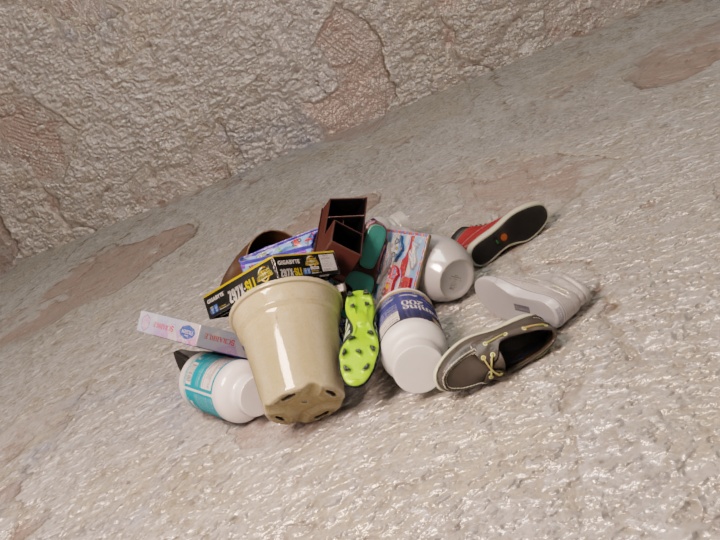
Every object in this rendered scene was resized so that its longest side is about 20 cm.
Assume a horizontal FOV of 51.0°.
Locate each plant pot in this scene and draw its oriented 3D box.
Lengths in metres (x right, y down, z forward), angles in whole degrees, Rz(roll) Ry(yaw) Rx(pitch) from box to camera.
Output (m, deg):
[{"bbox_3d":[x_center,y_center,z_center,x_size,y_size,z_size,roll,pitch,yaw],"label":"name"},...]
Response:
[{"bbox_3d":[-0.108,0.143,1.244,0.198,0.201,0.185,-21,55,9],"label":"plant pot"},{"bbox_3d":[-0.238,0.028,1.748,0.199,0.188,0.187,-24,14,46],"label":"plant pot"}]

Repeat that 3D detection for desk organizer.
[{"bbox_3d":[-0.038,-0.075,1.454,0.077,0.071,0.201,-53,19,34],"label":"desk organizer"}]

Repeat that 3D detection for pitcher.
[{"bbox_3d":[0.152,-0.013,1.480,0.170,0.123,0.200,9,14,-32],"label":"pitcher"}]

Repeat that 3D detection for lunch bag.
[{"bbox_3d":[-0.149,0.024,1.528,0.198,0.152,0.094,-17,21,17],"label":"lunch bag"}]

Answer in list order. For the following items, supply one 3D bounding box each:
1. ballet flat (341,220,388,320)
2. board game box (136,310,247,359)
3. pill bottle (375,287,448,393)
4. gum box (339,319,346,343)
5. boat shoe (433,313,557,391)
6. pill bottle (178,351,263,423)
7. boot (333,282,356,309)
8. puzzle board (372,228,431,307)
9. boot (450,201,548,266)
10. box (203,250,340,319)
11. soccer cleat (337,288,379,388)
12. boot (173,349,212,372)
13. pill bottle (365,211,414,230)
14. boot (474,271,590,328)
[{"bbox_3d":[0.000,0.000,1.469,0.071,0.068,0.202,-179,107,-76],"label":"ballet flat"},{"bbox_3d":[-0.278,0.126,1.401,0.198,0.199,0.042,7,79,45],"label":"board game box"},{"bbox_3d":[0.083,0.115,1.238,0.110,0.112,0.200,-22,21,5],"label":"pill bottle"},{"bbox_3d":[-0.101,0.115,1.537,0.198,0.045,0.170,-21,21,11],"label":"gum box"},{"bbox_3d":[0.203,0.126,1.135,0.200,0.072,0.060,-27,17,-14],"label":"boat shoe"},{"bbox_3d":[-0.238,0.211,1.362,0.111,0.112,0.199,-37,25,-32],"label":"pill bottle"},{"bbox_3d":[-0.085,0.076,1.393,0.172,0.070,0.200,-17,-12,1],"label":"boot"},{"bbox_3d":[0.060,0.023,1.430,0.150,0.017,0.202,12,85,58],"label":"puzzle board"},{"bbox_3d":[0.283,-0.090,1.575,0.199,0.073,0.144,-31,20,-7],"label":"boot"},{"bbox_3d":[-0.159,0.026,1.342,0.199,0.050,0.159,-27,-11,38],"label":"box"},{"bbox_3d":[0.002,0.119,1.235,0.067,0.082,0.201,-4,43,6],"label":"soccer cleat"},{"bbox_3d":[-0.292,0.183,1.572,0.199,0.070,0.131,14,38,43],"label":"boot"},{"bbox_3d":[0.023,-0.053,1.707,0.199,0.113,0.112,-29,21,-12],"label":"pill bottle"},{"bbox_3d":[0.290,0.039,1.271,0.095,0.074,0.199,-28,29,-26],"label":"boot"}]
